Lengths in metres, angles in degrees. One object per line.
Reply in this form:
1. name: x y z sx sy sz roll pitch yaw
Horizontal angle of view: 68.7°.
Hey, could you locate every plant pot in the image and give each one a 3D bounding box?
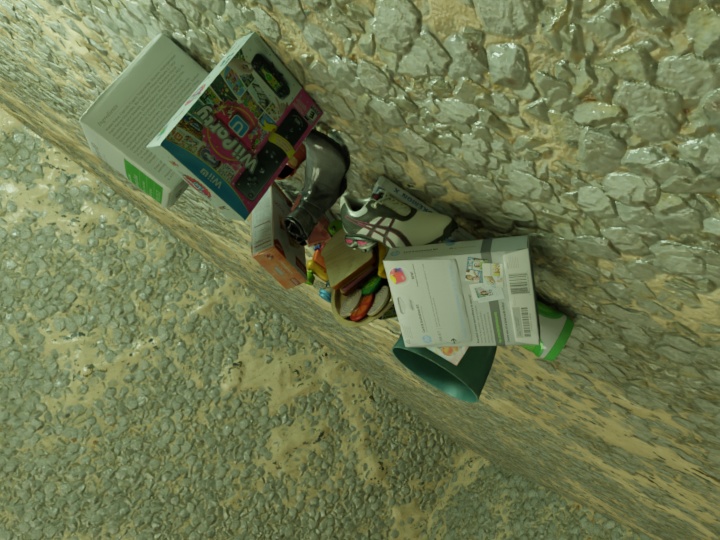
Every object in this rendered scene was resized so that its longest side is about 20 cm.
1. plant pot: 0.189 0.148 1.089 0.200 0.161 0.201 30 162 11

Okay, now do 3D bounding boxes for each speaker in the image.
1. speaker: 0.247 0.069 0.885 0.199 0.089 0.089 30 164 14

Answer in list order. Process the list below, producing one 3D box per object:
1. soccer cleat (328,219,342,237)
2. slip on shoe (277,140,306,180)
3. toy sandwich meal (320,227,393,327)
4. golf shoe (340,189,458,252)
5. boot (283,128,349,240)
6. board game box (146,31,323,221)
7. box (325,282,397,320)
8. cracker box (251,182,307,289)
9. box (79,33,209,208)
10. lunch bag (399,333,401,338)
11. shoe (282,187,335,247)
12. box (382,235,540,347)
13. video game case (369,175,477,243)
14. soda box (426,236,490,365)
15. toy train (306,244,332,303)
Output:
1. soccer cleat: 0.009 -0.032 1.043 0.200 0.067 0.081 36 146 28
2. slip on shoe: -0.141 -0.192 0.932 0.074 0.061 0.200 37 166 -18
3. toy sandwich meal: 0.000 0.000 0.921 0.070 0.206 0.205 34 167 -34
4. golf shoe: 0.048 -0.075 0.799 0.199 0.077 0.089 2 124 36
5. boot: -0.078 -0.128 0.862 0.070 0.132 0.200 30 164 15
6. board game box: -0.162 -0.191 0.715 0.064 0.201 0.148 13 155 52
7. box: 0.015 0.072 1.350 0.199 0.035 0.110 21 -164 37
8. cracker box: -0.173 -0.079 1.117 0.057 0.201 0.134 -21 141 15
9. box: -0.338 -0.245 0.910 0.171 0.200 0.199 40 165 -15
10. lunch bag: 0.191 0.174 1.316 0.176 0.082 0.200 32 164 6
11. shoe: -0.096 -0.081 1.113 0.071 0.091 0.200 24 162 30
12. box: 0.146 0.036 0.751 0.199 0.041 0.157 -6 118 22
13. video game case: 0.089 -0.068 0.908 0.182 0.022 0.200 34 164 1
14. soda box: 0.173 0.051 0.821 0.063 0.068 0.201 31 126 10
15. toy train: -0.114 -0.016 1.298 0.200 0.116 0.085 36 164 -10
